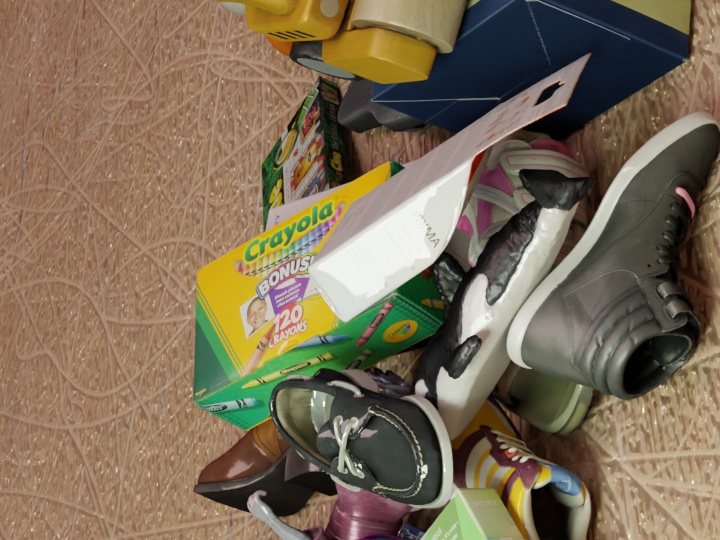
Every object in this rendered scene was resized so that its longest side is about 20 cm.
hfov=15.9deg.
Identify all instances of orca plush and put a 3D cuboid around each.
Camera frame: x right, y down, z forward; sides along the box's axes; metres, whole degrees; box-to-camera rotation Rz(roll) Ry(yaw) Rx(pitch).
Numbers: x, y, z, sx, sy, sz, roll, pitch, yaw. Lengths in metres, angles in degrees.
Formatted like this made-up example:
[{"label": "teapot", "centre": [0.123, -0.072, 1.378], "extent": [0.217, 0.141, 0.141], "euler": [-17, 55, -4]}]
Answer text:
[{"label": "orca plush", "centre": [0.070, 0.010, 1.618], "extent": [0.105, 0.071, 0.200], "euler": [-38, -24, -45]}]

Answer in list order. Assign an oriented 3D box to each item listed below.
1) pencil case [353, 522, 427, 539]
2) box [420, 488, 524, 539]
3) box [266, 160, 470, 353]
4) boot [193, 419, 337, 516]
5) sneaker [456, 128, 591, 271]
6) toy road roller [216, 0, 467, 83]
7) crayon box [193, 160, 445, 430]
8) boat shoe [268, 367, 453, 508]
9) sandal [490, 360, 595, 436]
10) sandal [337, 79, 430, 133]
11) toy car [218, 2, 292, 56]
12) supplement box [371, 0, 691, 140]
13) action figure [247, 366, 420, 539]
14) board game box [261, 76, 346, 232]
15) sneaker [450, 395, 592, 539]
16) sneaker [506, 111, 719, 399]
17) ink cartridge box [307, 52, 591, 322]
[{"label": "pencil case", "centre": [-0.009, 0.270, 1.746], "extent": [0.200, 0.092, 0.085], "euler": [-62, -6, 22]}, {"label": "box", "centre": [0.079, 0.254, 1.571], "extent": [0.144, 0.036, 0.200], "euler": [-54, 52, 33]}, {"label": "box", "centre": [0.000, 0.000, 1.916], "extent": [0.200, 0.036, 0.145], "euler": [-18, 52, 42]}, {"label": "boot", "centre": [-0.054, 0.082, 2.005], "extent": [0.188, 0.068, 0.200], "euler": [-30, 46, 54]}, {"label": "sneaker", "centre": [0.115, -0.043, 1.744], "extent": [0.088, 0.081, 0.200], "euler": [-64, 27, 16]}, {"label": "toy road roller", "centre": [-0.023, -0.205, 1.745], "extent": [0.200, 0.146, 0.123], "euler": [6, 79, 64]}, {"label": "crayon box", "centre": [-0.031, 0.020, 1.849], "extent": [0.200, 0.058, 0.119], "euler": [-29, 46, 33]}, {"label": "boat shoe", "centre": [-0.001, 0.109, 1.658], "extent": [0.200, 0.060, 0.076], "euler": [-165, 74, -67]}, {"label": "sandal", "centre": [0.104, 0.059, 1.718], "extent": [0.201, 0.057, 0.080], "euler": [13, 84, 64]}, {"label": "sandal", "centre": [0.036, -0.140, 2.030], "extent": [0.076, 0.043, 0.200], "euler": [-64, 15, -4]}, {"label": "toy car", "centre": [-0.014, -0.245, 2.082], "extent": [0.200, 0.175, 0.150], "euler": [-42, 67, 44]}, {"label": "supplement box", "centre": [0.123, -0.217, 1.792], "extent": [0.200, 0.134, 0.200], "euler": [-31, 46, 53]}, {"label": "action figure", "centre": [0.010, 0.176, 1.813], "extent": [0.149, 0.134, 0.200], "euler": [18, 99, 27]}, {"label": "board game box", "centre": [-0.047, -0.069, 2.124], "extent": [0.105, 0.023, 0.200], "euler": [-58, 19, 27]}, {"label": "sneaker", "centre": [0.105, 0.138, 1.648], "extent": [0.090, 0.075, 0.200], "euler": [-51, 41, 35]}, {"label": "sneaker", "centre": [0.187, -0.002, 1.603], "extent": [0.099, 0.071, 0.200], "euler": [31, 79, 34]}, {"label": "ink cartridge box", "centre": [0.069, -0.056, 1.663], "extent": [0.200, 0.047, 0.160], "euler": [-32, 8, 18]}]
